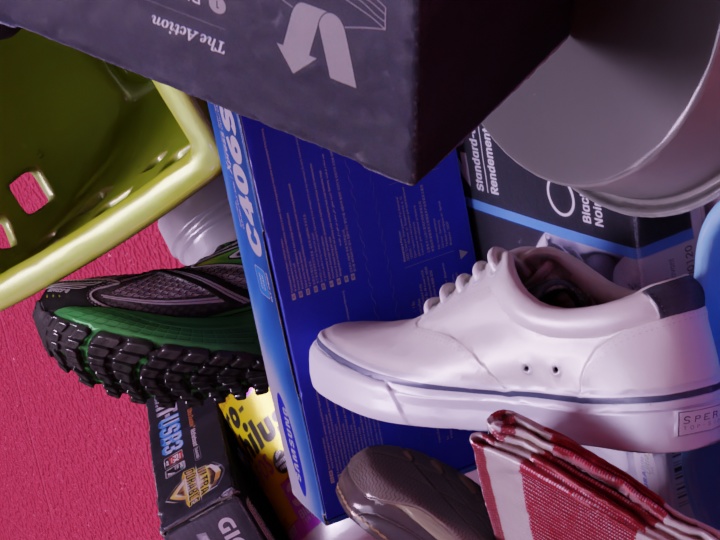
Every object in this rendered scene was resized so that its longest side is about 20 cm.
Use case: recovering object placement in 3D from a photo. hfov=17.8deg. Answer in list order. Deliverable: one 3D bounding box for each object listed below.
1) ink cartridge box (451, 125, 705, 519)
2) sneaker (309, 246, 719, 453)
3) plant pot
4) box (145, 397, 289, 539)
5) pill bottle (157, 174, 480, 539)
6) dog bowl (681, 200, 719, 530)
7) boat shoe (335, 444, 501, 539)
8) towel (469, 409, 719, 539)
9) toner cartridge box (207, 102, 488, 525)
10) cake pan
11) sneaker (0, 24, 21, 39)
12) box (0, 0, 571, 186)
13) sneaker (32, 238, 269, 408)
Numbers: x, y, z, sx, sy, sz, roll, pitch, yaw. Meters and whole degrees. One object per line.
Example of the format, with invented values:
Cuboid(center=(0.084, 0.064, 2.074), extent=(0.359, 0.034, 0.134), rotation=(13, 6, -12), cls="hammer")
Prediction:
Cuboid(center=(0.077, -0.009, 0.991), extent=(0.200, 0.043, 0.199), rotation=(23, 128, 57), cls="ink cartridge box")
Cuboid(center=(0.060, 0.024, 0.900), extent=(0.199, 0.073, 0.071), rotation=(3, 99, 41), cls="sneaker")
Cuboid(center=(-0.138, -0.123, 1.087), extent=(0.199, 0.181, 0.200), rotation=(-28, 100, 35), cls="plant pot")
Cuboid(center=(-0.044, 0.162, 1.192), extent=(0.201, 0.049, 0.199), rotation=(60, -178, -19), cls="box")
Cuboid(center=(-0.026, 0.044, 1.150), extent=(0.201, 0.104, 0.104), rotation=(61, 152, 16), cls="pill bottle")
Cuboid(center=(0.169, 0.045, 0.851), extent=(0.111, 0.049, 0.201), rotation=(40, 142, 44), cls="dog bowl")
Cuboid(center=(0.059, 0.154, 1.000), extent=(0.200, 0.073, 0.075), rotation=(40, -169, -22), cls="boat shoe")
Cuboid(center=(0.135, 0.125, 0.868), extent=(0.199, 0.023, 0.144), rotation=(29, 163, 17), cls="towel")
Cuboid(center=(0.000, 0.000, 0.991), extent=(0.043, 0.094, 0.201), rotation=(-146, 42, -62), cls="toner cartridge box")
Cuboid(center=(0.090, -0.119, 0.840), extent=(0.200, 0.037, 0.202), rotation=(12, 105, 56), cls="cake pan")
Cuboid(center=(-0.158, -0.131, 0.892), extent=(0.088, 0.076, 0.200), rotation=(48, 177, -8), cls="sneaker")
Cuboid(center=(-0.032, -0.165, 0.775), extent=(0.196, 0.117, 0.201), rotation=(23, 133, 24), cls="box")
Cuboid(center=(-0.054, 0.013, 1.067), extent=(0.078, 0.199, 0.086), rotation=(122, 142, -64), cls="sneaker")
